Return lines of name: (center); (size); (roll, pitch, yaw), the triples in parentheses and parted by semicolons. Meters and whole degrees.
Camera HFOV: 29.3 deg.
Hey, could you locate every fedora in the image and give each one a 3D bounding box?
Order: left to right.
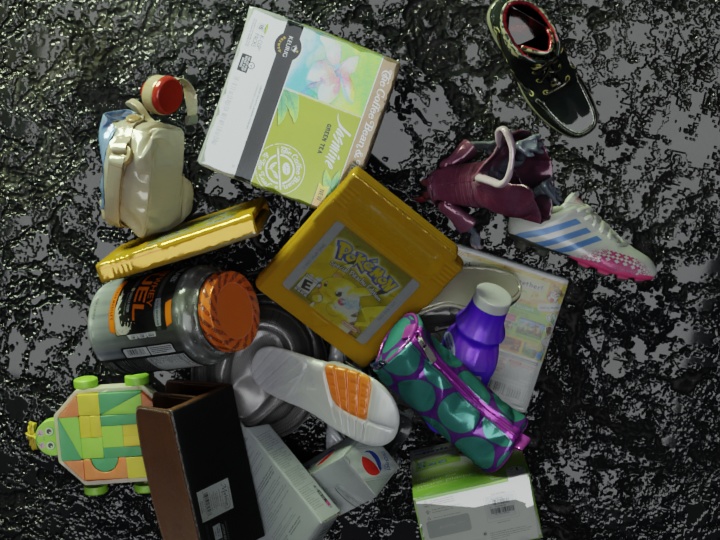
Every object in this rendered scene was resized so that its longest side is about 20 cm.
fedora: (-0.133, 0.133, 1.760); (0.175, 0.090, 0.202); (25, 98, -2)

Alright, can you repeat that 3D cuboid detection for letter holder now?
letter holder: (-0.219, 0.247, 1.715); (0.141, 0.100, 0.202); (1, 106, 45)

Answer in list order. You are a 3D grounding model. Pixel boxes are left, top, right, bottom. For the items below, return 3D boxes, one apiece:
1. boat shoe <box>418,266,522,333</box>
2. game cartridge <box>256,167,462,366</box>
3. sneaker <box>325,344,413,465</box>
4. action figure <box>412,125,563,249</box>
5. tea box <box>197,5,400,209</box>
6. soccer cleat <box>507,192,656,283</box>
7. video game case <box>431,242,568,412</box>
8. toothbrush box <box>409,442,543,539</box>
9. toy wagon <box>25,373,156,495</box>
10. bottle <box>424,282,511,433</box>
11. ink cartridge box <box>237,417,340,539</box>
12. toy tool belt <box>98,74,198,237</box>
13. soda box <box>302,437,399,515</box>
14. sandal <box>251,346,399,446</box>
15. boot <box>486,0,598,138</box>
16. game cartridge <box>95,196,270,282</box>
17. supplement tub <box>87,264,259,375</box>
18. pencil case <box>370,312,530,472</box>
boat shoe: (0.105, 0.042, 1.744); (0.198, 0.057, 0.067); (-10, 62, 0)
game cartridge: (0.000, 0.000, 1.648); (0.176, 0.033, 0.200); (37, 119, -12)
sneaker: (0.013, 0.161, 1.771); (0.112, 0.076, 0.202); (2, 104, 1)
action figure: (0.141, -0.098, 1.689); (0.198, 0.148, 0.136); (-6, 86, 36)
tea box: (-0.072, -0.195, 1.688); (0.195, 0.134, 0.202); (19, 99, -3)
soccer cleat: (0.285, -0.046, 1.732); (0.198, 0.070, 0.087); (17, 99, -1)
video game case: (0.147, 0.068, 1.778); (0.198, 0.023, 0.184); (17, 99, 0)
toothbrush box: (0.140, 0.276, 1.718); (0.144, 0.200, 0.087); (-13, 97, 4)
toy wagon: (-0.343, 0.217, 1.804); (0.197, 0.040, 0.157); (-4, 98, 2)
bottle: (0.131, 0.108, 1.700); (0.065, 0.084, 0.201); (6, 126, -20)
ink cartridge box: (-0.133, 0.292, 1.748); (0.200, 0.043, 0.197); (50, 133, 20)
toy tool belt: (-0.281, -0.149, 1.705); (0.122, 0.124, 0.202); (17, 110, 36)
soda box: (-0.043, 0.273, 1.740); (0.068, 0.063, 0.200); (50, 134, -5)
sandal: (-0.035, 0.142, 1.689); (0.205, 0.059, 0.080); (24, 103, 20)
boot: (0.223, -0.243, 1.663); (0.073, 0.154, 0.204); (-34, 96, 6)
game cartridge: (-0.214, -0.040, 1.694); (0.198, 0.176, 0.033); (-16, 99, 3)
supplement tub: (-0.229, 0.060, 1.699); (0.198, 0.122, 0.124); (-10, 99, 33)
pencil case: (0.106, 0.146, 1.629); (0.200, 0.092, 0.085); (42, 62, -8)
